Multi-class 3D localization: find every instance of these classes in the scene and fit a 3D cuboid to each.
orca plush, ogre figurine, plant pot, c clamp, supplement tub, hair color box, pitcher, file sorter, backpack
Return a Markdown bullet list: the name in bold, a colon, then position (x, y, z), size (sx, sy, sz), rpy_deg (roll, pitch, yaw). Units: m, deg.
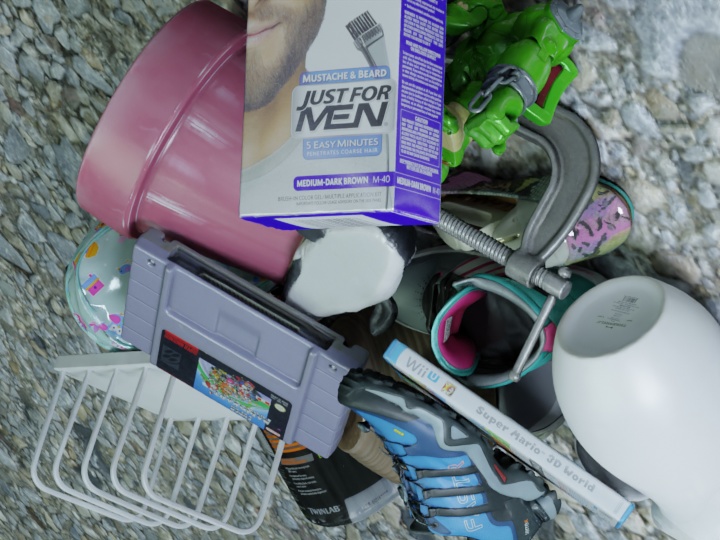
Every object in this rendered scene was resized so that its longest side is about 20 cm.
- **orca plush**: position (0.000, 0.000, 1.375), size (0.105, 0.071, 0.200), rpy_deg (42, 145, 14)
- **ogre figurine**: position (0.075, -0.117, 1.173), size (0.098, 0.120, 0.200), rpy_deg (40, 163, 7)
- **plant pot**: position (0.025, 0.091, 1.472), size (0.201, 0.093, 0.201), rpy_deg (172, 90, -66)
- **c clamp**: position (0.076, -0.050, 1.244), size (0.200, 0.171, 0.027), rpy_deg (38, -169, 27)
- **supplement tub**: position (-0.040, 0.124, 1.677), size (0.122, 0.122, 0.200), rpy_deg (5, 127, 57)
- **hair color box**: position (-0.009, -0.127, 1.084), size (0.109, 0.065, 0.200), rpy_deg (-2, 82, 31)
- **plant pot**: position (-0.099, -0.087, 1.453), size (0.179, 0.200, 0.200), rpy_deg (32, 151, 6)
- **pitcher**: position (0.193, 0.100, 1.263), size (0.171, 0.121, 0.200), rpy_deg (5, 138, 46)
- **file sorter**: position (-0.177, 0.151, 1.588), size (0.139, 0.125, 0.200), rpy_deg (29, 159, -34)
- **backpack**: position (-0.168, -0.014, 1.606), size (0.167, 0.200, 0.127), rpy_deg (56, 173, -1)

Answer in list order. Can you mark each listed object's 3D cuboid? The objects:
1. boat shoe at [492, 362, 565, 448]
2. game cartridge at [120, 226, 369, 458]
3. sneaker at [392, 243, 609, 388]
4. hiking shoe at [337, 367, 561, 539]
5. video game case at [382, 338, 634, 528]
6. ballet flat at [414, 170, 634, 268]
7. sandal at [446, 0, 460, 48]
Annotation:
- **boat shoe**: position (0.133, 0.102, 1.423), size (0.200, 0.066, 0.072), rpy_deg (130, 133, -60)
- **game cartridge**: position (-0.095, 0.061, 1.424), size (0.200, 0.038, 0.130), rpy_deg (29, 137, 11)
- **sneaker**: position (0.074, 0.033, 1.317), size (0.200, 0.121, 0.084), rpy_deg (4, 104, 35)
- **hiking shoe**: position (0.055, 0.147, 1.310), size (0.200, 0.087, 0.074), rpy_deg (37, 175, -20)
- **video game case**: position (0.108, 0.120, 1.310), size (0.200, 0.018, 0.143), rpy_deg (34, 176, 11)
- **ballet flat**: position (0.106, -0.033, 1.296), size (0.200, 0.071, 0.069), rpy_deg (11, 127, 53)
- **sandal**: position (0.010, -0.175, 1.300), size (0.075, 0.048, 0.200), rpy_deg (58, 154, -11)
